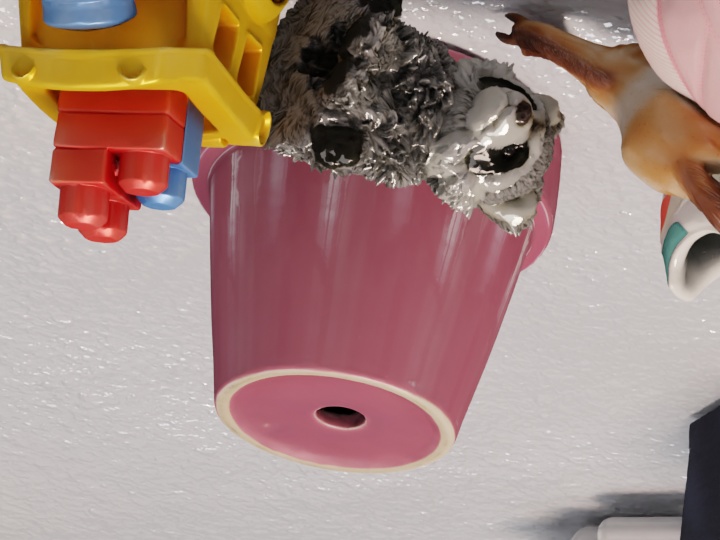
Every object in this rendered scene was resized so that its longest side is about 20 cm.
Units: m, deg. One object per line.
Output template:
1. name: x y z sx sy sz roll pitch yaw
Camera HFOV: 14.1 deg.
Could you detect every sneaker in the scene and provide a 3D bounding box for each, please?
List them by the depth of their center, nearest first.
1. sneaker: 0.165 -0.147 1.299 0.104 0.075 0.201 33 144 36
2. sneaker: 0.229 -0.038 1.474 0.070 0.094 0.199 29 148 -34

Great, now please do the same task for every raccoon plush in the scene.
1. raccoon plush: 0.011 -0.082 1.432 0.134 0.097 0.200 26 178 -32

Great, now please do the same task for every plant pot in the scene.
1. plant pot: 0.000 0.000 1.534 0.199 0.180 0.200 8 153 4

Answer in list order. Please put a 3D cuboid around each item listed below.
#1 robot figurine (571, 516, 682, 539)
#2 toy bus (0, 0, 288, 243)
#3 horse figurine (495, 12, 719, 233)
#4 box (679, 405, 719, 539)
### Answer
1. robot figurine: 0.209 0.233 1.997 0.199 0.113 0.170 1 134 18
2. toy bus: -0.109 -0.117 1.308 0.135 0.193 0.200 4 165 15
3. horse figurine: 0.157 -0.062 1.401 0.132 0.200 0.050 24 112 -31
4. box: 0.304 0.191 1.785 0.199 0.199 0.123 19 150 -19
